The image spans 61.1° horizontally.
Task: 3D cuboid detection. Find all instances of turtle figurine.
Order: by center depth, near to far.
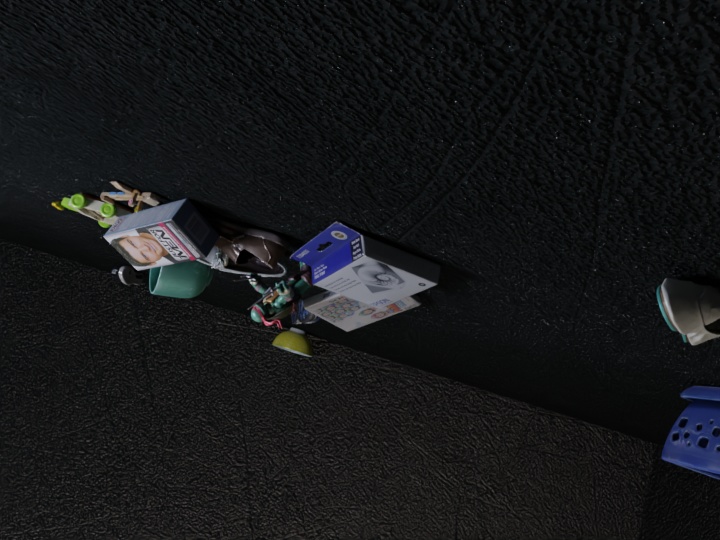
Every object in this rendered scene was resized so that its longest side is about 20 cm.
[{"bbox_3d":[-0.155,0.039,1.168,0.149,0.200,0.101,11,125,45],"label":"turtle figurine"}]

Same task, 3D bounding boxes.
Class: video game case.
[{"bbox_3d":[0.008,0.066,1.251,0.182,0.024,0.200,-22,154,17],"label":"video game case"}]

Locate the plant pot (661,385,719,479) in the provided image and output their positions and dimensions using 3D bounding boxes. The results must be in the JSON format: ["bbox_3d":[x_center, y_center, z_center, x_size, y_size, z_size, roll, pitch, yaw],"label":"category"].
[{"bbox_3d":[0.786,0.347,1.266,0.199,0.180,0.200,20,167,-13],"label":"plant pot"}]

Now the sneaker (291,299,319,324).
[{"bbox_3d":[-0.161,0.128,1.909,0.077,0.076,0.200,-2,175,-20],"label":"sneaker"}]

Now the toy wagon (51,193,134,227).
[{"bbox_3d":[-0.585,-0.132,1.359,0.199,0.040,0.155,17,168,3],"label":"toy wagon"}]

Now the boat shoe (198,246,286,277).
[{"bbox_3d":[-0.249,-0.028,1.243,0.201,0.075,0.065,18,-174,-21],"label":"boat shoe"}]

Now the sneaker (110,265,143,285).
[{"bbox_3d":[-0.979,0.015,2.492,0.111,0.073,0.200,15,169,4],"label":"sneaker"}]

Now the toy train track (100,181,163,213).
[{"bbox_3d":[-0.451,-0.133,1.181,0.200,0.033,0.115,8,165,42],"label":"toy train track"}]

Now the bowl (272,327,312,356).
[{"bbox_3d":[-0.315,0.338,2.943,0.199,0.108,0.200,16,168,4],"label":"bowl"}]

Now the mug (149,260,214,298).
[{"bbox_3d":[-0.372,-0.019,1.298,0.114,0.153,0.185,10,169,-28],"label":"mug"}]

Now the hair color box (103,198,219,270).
[{"bbox_3d":[-0.373,-0.064,1.142,0.199,0.061,0.099,-8,133,34],"label":"hair color box"}]

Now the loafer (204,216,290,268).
[{"bbox_3d":[-0.235,-0.050,1.157,0.199,0.071,0.073,13,167,20],"label":"loafer"}]

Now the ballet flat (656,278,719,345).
[{"bbox_3d":[0.413,0.048,0.744,0.069,0.070,0.200,8,169,38],"label":"ballet flat"}]

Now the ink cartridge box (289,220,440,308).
[{"bbox_3d":[0.000,0.000,1.039,0.199,0.041,0.199,22,155,-21],"label":"ink cartridge box"}]
